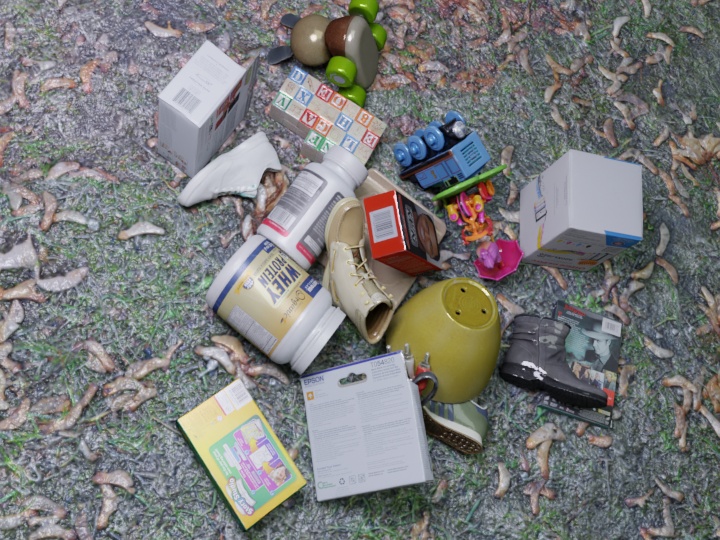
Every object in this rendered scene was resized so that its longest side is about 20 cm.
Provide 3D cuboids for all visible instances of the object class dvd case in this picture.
[{"bbox_3d":[0.403,0.169,1.551,0.143,0.022,0.204,18,70,-10],"label":"dvd case"}]

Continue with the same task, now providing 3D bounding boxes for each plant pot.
[{"bbox_3d":[0.154,0.095,1.408,0.195,0.143,0.203,10,51,-13],"label":"plant pot"}]

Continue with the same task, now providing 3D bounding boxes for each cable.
[{"bbox_3d":[0.079,0.220,1.375,0.095,0.204,0.050,10,23,18],"label":"cable"}]

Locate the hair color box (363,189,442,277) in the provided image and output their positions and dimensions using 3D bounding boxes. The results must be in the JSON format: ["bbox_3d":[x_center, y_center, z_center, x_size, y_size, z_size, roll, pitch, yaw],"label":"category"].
[{"bbox_3d":[0.073,-0.057,1.403,0.060,0.199,0.104,-14,77,19],"label":"hair color box"}]

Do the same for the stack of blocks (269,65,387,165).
[{"bbox_3d":[-0.066,-0.259,1.532,0.198,0.059,0.117,32,73,-4],"label":"stack of blocks"}]

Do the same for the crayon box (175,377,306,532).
[{"bbox_3d":[-0.187,0.286,1.327,0.118,0.058,0.202,-32,83,-22],"label":"crayon box"}]

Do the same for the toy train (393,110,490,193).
[{"bbox_3d":[0.137,-0.202,1.508,0.086,0.199,0.116,-35,98,-28],"label":"toy train"}]

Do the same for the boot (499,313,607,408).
[{"bbox_3d":[0.351,0.152,1.490,0.196,0.070,0.134,20,68,11],"label":"boot"}]

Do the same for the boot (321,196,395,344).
[{"bbox_3d":[0.000,0.000,1.372,0.071,0.204,0.156,-8,34,-30],"label":"boot"}]

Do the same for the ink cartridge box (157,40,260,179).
[{"bbox_3d":[-0.254,-0.277,1.413,0.083,0.200,0.177,35,67,-1],"label":"ink cartridge box"}]

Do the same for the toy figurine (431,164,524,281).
[{"bbox_3d":[0.221,-0.071,1.507,0.148,0.200,0.187,-23,91,23],"label":"toy figurine"}]

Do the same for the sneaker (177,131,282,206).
[{"bbox_3d":[-0.218,-0.154,1.459,0.199,0.075,0.089,-38,97,-24],"label":"sneaker"}]

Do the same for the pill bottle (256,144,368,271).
[{"bbox_3d":[-0.075,-0.109,1.434,0.110,0.111,0.201,37,81,-1],"label":"pill bottle"}]

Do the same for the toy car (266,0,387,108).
[{"bbox_3d":[-0.071,-0.410,1.566,0.196,0.158,0.167,13,71,18],"label":"toy car"}]

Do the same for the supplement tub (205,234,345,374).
[{"bbox_3d":[-0.134,0.057,1.370,0.199,0.145,0.145,39,67,0],"label":"supplement tub"}]

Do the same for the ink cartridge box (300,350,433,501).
[{"bbox_3d":[0.007,0.246,1.341,0.196,0.040,0.205,-16,75,25],"label":"ink cartridge box"}]

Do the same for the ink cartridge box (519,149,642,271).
[{"bbox_3d":[0.394,-0.101,1.539,0.144,0.200,0.148,8,72,-13],"label":"ink cartridge box"}]

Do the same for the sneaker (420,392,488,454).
[{"bbox_3d":[0.130,0.223,1.440,0.198,0.067,0.091,31,52,1],"label":"sneaker"}]

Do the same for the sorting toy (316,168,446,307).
[{"bbox_3d":[0.033,-0.053,1.515,0.184,0.036,0.201,36,71,-2],"label":"sorting toy"}]
